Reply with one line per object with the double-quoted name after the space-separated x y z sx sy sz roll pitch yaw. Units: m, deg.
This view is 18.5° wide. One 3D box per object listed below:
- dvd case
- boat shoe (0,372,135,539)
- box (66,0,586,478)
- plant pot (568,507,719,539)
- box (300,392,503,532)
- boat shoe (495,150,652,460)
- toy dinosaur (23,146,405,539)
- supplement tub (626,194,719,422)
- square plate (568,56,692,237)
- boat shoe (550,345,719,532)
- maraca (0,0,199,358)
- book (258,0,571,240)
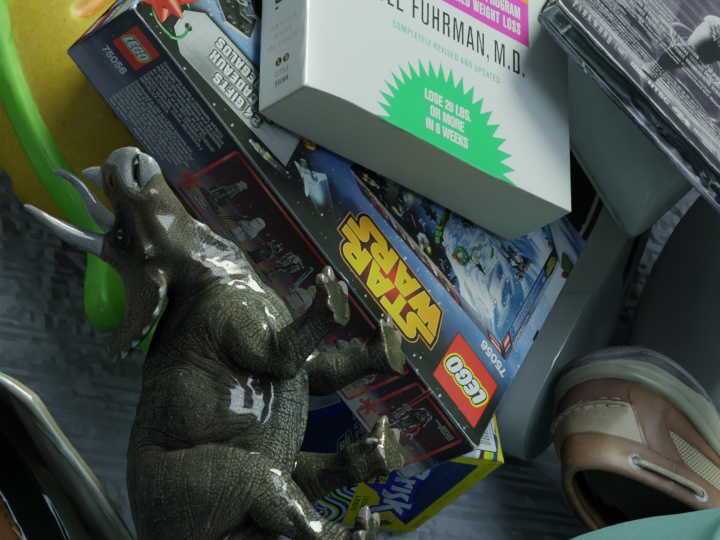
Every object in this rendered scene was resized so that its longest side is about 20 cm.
0.145 -0.086 0.894 0.149 0.016 0.200 45 31 -8 "dvd case"
-0.099 0.126 0.739 0.075 0.068 0.201 -29 81 -48 "boat shoe"
-0.005 -0.042 0.815 0.200 0.040 0.137 53 38 -15 "box"
0.120 0.175 0.784 0.199 0.188 0.201 19 51 -26 "plant pot"
0.000 0.000 0.898 0.064 0.070 0.201 12 54 -31 "box"
0.086 -0.003 0.975 0.063 0.071 0.201 16 53 16 "boat shoe"
-0.041 0.057 0.737 0.077 0.102 0.202 17 64 -66 "toy dinosaur"
0.235 0.049 0.986 0.199 0.145 0.146 27 48 -19 "supplement tub"
0.128 -0.145 0.985 0.198 0.028 0.201 -36 97 -39 "square plate"
0.145 0.119 0.910 0.200 0.076 0.072 42 41 -19 "boat shoe"
-0.085 -0.051 0.846 0.137 0.107 0.201 -1 69 -53 "maraca"
0.019 -0.126 0.828 0.133 0.048 0.201 24 55 -39 "book"
